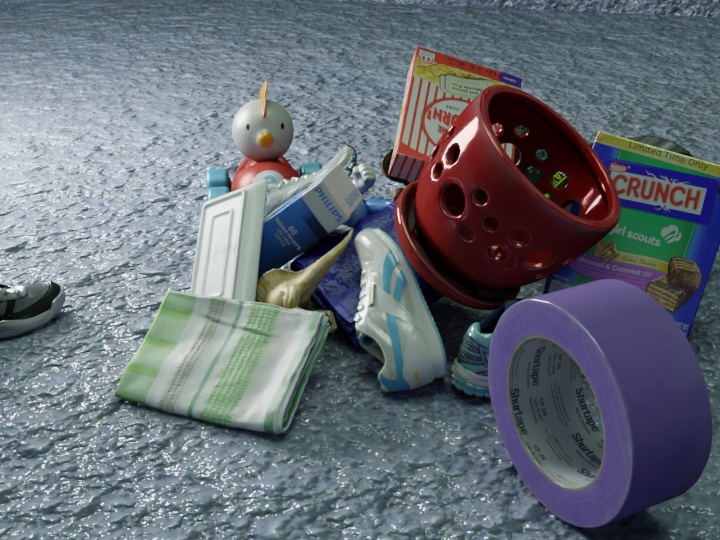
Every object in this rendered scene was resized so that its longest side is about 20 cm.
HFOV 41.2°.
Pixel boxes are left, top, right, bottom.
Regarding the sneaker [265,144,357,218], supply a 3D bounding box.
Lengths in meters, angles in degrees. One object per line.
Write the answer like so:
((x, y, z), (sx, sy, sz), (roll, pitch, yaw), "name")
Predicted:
((-0.088, -0.100, 1.273), (0.087, 0.200, 0.075), (42, 3, -2), "sneaker")

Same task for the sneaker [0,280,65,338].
((-0.449, 0.022, 1.130), (0.200, 0.114, 0.075), (-19, 31, -33), "sneaker")

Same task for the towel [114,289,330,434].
((-0.147, 0.090, 1.016), (0.199, 0.031, 0.149), (9, 53, 19), "towel")

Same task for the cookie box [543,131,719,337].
((0.325, -0.039, 1.107), (0.171, 0.201, 0.075), (19, 0, 16), "cookie box")

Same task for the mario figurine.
((-0.034, -0.081, 1.330), (0.199, 0.106, 0.123), (3, 29, 28), "mario figurine")

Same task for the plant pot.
((0.152, -0.071, 1.048), (0.200, 0.183, 0.201), (24, 42, -24), "plant pot")

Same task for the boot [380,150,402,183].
((0.107, -0.148, 1.365), (0.199, 0.075, 0.097), (-11, -6, -23), "boot")

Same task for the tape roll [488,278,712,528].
((0.200, 0.113, 0.830), (0.085, 0.201, 0.200), (-12, 28, -24), "tape roll")

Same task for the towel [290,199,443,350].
((0.033, -0.010, 1.154), (0.200, 0.050, 0.148), (-31, 62, -20), "towel")

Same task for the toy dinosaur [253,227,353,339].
((-0.074, 0.035, 1.081), (0.200, 0.058, 0.101), (-38, 67, 5), "toy dinosaur")

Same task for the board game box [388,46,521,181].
((0.126, -0.190, 1.247), (0.151, 0.046, 0.200), (15, 54, -6), "board game box")

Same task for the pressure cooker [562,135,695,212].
((0.349, -0.072, 1.240), (0.176, 0.179, 0.200), (22, 28, 26), "pressure cooker")

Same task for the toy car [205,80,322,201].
((-0.145, -0.182, 1.447), (0.184, 0.201, 0.177), (-5, 24, -8), "toy car")

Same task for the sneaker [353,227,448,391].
((0.026, 0.038, 1.055), (0.081, 0.077, 0.200), (-20, 59, -5), "sneaker")

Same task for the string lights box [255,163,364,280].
((-0.097, -0.044, 1.190), (0.200, 0.059, 0.103), (-35, 8, 19), "string lights box")

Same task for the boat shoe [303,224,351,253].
((0.000, 0.002, 1.219), (0.199, 0.074, 0.068), (24, 50, 19), "boat shoe")

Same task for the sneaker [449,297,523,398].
((0.184, 0.069, 1.045), (0.200, 0.087, 0.078), (-23, 42, -40), "sneaker")

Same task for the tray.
((-0.165, -0.015, 1.138), (0.107, 0.022, 0.201), (-16, 56, 31), "tray")

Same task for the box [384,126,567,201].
((0.165, -0.137, 1.282), (0.193, 0.048, 0.200), (43, 56, 10), "box")
